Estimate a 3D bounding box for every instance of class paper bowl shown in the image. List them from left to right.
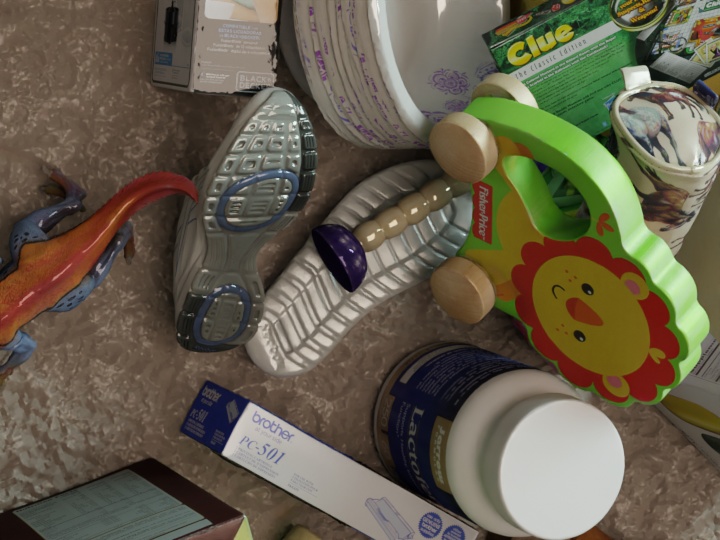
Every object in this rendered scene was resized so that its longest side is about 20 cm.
[{"bbox_3d":[0.015,-0.182,1.568,0.200,0.104,0.203,3,87,-60],"label":"paper bowl"}]

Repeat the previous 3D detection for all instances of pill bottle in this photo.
[{"bbox_3d":[0.096,0.119,1.614,0.115,0.200,0.117,-3,97,-22],"label":"pill bottle"}]

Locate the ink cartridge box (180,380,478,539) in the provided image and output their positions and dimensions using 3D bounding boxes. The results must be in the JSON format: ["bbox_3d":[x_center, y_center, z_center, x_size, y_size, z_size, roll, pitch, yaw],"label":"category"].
[{"bbox_3d":[-0.022,0.146,1.627,0.199,0.094,0.044,31,85,-23],"label":"ink cartridge box"}]

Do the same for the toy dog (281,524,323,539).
[{"bbox_3d":[-0.011,0.270,1.645,0.199,0.096,0.133,29,86,-23],"label":"toy dog"}]

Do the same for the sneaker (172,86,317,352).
[{"bbox_3d":[-0.089,-0.042,1.543,0.074,0.087,0.201,5,127,-28],"label":"sneaker"}]

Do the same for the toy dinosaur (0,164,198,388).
[{"bbox_3d":[-0.230,0.005,1.500,0.105,0.200,0.182,47,46,-5],"label":"toy dinosaur"}]

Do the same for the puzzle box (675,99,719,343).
[{"bbox_3d":[0.271,-0.048,1.574,0.025,0.133,0.201,2,122,-28],"label":"puzzle box"}]

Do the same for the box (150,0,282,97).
[{"bbox_3d":[-0.091,-0.217,1.542,0.060,0.117,0.202,3,97,-19],"label":"box"}]

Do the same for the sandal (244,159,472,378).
[{"bbox_3d":[-0.004,-0.006,1.643,0.202,0.050,0.083,-38,93,-10],"label":"sandal"}]

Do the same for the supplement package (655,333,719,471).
[{"bbox_3d":[0.321,0.073,1.702,0.152,0.200,0.151,44,80,-21],"label":"supplement package"}]

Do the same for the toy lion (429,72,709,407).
[{"bbox_3d":[0.139,-0.007,1.515,0.069,0.191,0.201,-42,146,-35],"label":"toy lion"}]

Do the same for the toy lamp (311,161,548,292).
[{"bbox_3d":[0.063,-0.059,1.605,0.199,0.058,0.058,-34,108,-12],"label":"toy lamp"}]

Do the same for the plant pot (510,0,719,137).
[{"bbox_3d":[0.203,-0.203,1.634,0.198,0.200,0.178,-11,114,-21],"label":"plant pot"}]

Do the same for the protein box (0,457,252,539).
[{"bbox_3d":[-0.143,0.253,1.532,0.134,0.200,0.200,-19,103,-19],"label":"protein box"}]

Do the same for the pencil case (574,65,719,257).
[{"bbox_3d":[0.181,-0.044,1.554,0.077,0.201,0.090,-5,57,-16],"label":"pencil case"}]

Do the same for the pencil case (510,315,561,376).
[{"bbox_3d":[0.201,-0.008,1.706,0.200,0.087,0.088,-42,110,-12],"label":"pencil case"}]

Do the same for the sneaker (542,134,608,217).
[{"bbox_3d":[0.153,-0.075,1.662,0.199,0.074,0.084,-24,96,3],"label":"sneaker"}]

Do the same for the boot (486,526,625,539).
[{"bbox_3d":[0.179,0.254,1.675,0.154,0.200,0.077,15,114,-17],"label":"boot"}]

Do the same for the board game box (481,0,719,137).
[{"bbox_3d":[0.187,-0.156,1.523,0.199,0.024,0.105,-26,130,4],"label":"board game box"}]
